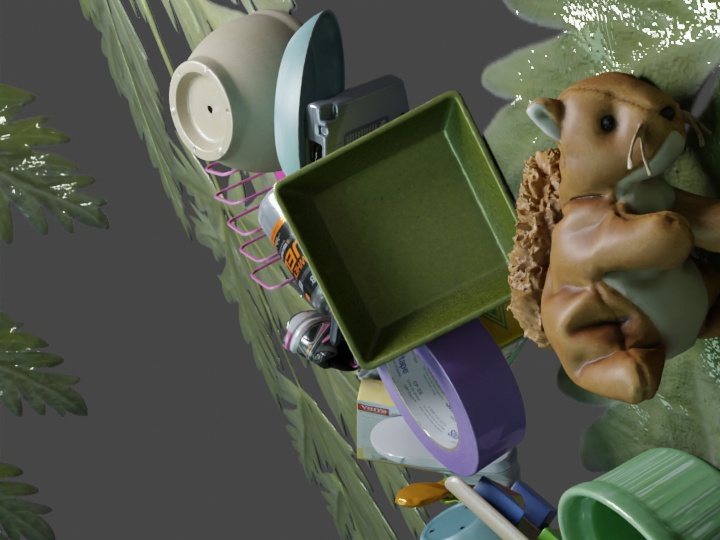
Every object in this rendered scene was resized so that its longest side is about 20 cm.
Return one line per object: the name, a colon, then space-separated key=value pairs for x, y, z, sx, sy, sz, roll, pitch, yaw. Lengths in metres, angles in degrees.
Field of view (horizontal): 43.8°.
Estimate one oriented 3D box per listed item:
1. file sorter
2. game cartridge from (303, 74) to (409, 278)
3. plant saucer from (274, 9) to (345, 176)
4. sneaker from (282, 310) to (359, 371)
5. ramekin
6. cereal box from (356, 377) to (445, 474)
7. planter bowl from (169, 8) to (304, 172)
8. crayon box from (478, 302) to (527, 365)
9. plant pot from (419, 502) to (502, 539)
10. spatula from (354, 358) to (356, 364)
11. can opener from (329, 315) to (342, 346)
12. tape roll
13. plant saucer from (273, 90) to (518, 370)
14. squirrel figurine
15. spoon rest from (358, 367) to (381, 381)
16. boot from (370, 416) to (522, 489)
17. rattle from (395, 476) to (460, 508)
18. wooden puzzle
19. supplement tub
file sorter: x=-0.138 y=-0.090 z=1.375 sx=0.139 sy=0.125 sz=0.201 roll=24 pitch=139 yaw=64
game cartridge: x=0.000 y=-0.097 z=0.939 sx=0.041 sy=0.133 sz=0.201 roll=24 pitch=129 yaw=33
plant saucer: x=-0.055 y=-0.174 z=0.951 sx=0.200 sy=0.036 sz=0.202 roll=6 pitch=-90 yaw=-79
sneaker: x=-0.017 y=0.103 z=1.234 sx=0.086 sy=0.199 sz=0.081 roll=38 pitch=118 yaw=30
ramekin: x=0.271 y=0.251 z=0.767 sx=0.200 sy=0.097 sz=0.201 roll=52 pitch=160 yaw=28
cereal box: x=0.067 y=0.222 z=1.260 sx=0.201 sy=0.143 sz=0.040 roll=92 pitch=-170 yaw=-56
planter bowl: x=-0.146 y=-0.208 z=1.093 sx=0.199 sy=0.134 sz=0.202 roll=21 pitch=122 yaw=37
crayon box: x=0.101 y=0.051 z=1.018 sx=0.173 sy=0.058 sz=0.200 roll=54 pitch=160 yaw=20
plant pot: x=0.146 y=0.368 z=1.113 sx=0.135 sy=0.199 sz=0.200 roll=60 pitch=163 yaw=-4
spatula: x=0.004 y=0.003 z=1.019 sx=0.057 sy=0.020 sz=0.202 roll=85 pitch=-175 yaw=-71
can opener: x=0.000 y=0.000 z=1.088 sx=0.079 sy=0.063 sz=0.201 roll=-82 pitch=10 yaw=-78
tape roll: x=0.087 y=0.116 z=0.954 sx=0.200 sy=0.065 sz=0.201 roll=50 pitch=158 yaw=28
plant saucer: x=0.047 y=-0.037 z=0.860 sx=0.201 sy=0.199 sz=0.048 roll=63 pitch=-174 yaw=-3
squirrel figurine: x=0.158 y=-0.036 z=0.611 sx=0.200 sy=0.141 sz=0.188 roll=9 pitch=119 yaw=65
spoon rest: x=0.056 y=0.108 z=1.194 sx=0.061 sy=0.099 sz=0.200 roll=50 pitch=154 yaw=-10
boot: x=0.111 y=0.250 z=1.154 sx=0.199 sy=0.074 sz=0.096 roll=6 pitch=132 yaw=31
rattle: x=0.142 y=0.363 z=1.246 sx=0.130 sy=0.143 sz=0.201 roll=23 pitch=135 yaw=37
wooden puzzle: x=0.202 y=0.288 z=0.985 sx=0.185 sy=0.046 sz=0.200 roll=37 pitch=-178 yaw=35
supplement tub: x=-0.041 y=-0.027 z=1.198 sx=0.201 sy=0.122 sz=0.123 roll=55 pitch=161 yaw=21
